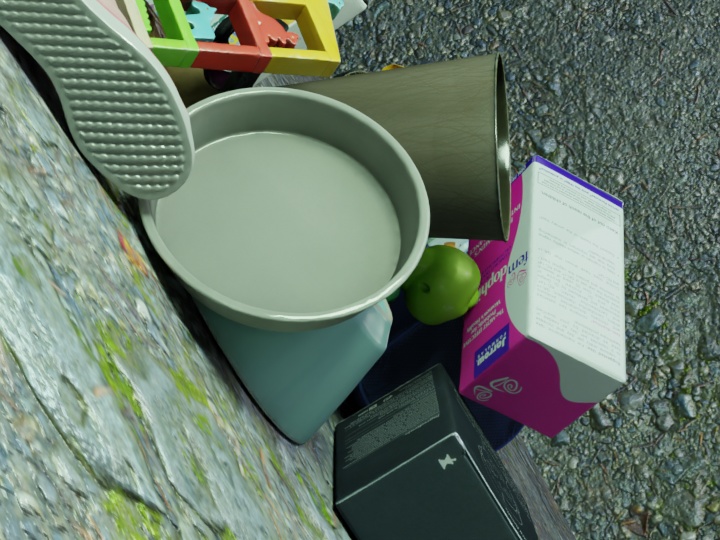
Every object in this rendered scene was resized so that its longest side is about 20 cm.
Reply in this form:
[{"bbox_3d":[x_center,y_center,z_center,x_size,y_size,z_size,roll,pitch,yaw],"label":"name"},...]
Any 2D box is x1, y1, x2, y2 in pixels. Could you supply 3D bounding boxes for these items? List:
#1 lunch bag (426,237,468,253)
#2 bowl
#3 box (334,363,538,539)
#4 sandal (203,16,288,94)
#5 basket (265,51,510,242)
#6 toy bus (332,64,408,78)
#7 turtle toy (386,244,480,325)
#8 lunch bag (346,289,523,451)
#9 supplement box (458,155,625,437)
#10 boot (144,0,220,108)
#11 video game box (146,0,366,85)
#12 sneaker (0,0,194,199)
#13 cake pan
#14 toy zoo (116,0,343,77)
[{"bbox_3d":[0.137,0.047,1.599,0.200,0.075,0.161,49,-14,30],"label":"lunch bag"},{"bbox_3d":[-0.048,0.015,1.245,0.202,0.105,0.201,59,6,-11],"label":"bowl"},{"bbox_3d":[0.061,0.182,1.321,0.149,0.107,0.200,58,5,-10],"label":"box"},{"bbox_3d":[-0.098,-0.169,1.340,0.048,0.076,0.201,33,11,-6],"label":"sandal"},{"bbox_3d":[0.014,-0.091,1.339,0.181,0.198,0.137,-81,165,-57],"label":"basket"},{"bbox_3d":[-0.003,-0.079,1.661,0.193,0.199,0.136,63,-7,-24],"label":"toy bus"},{"bbox_3d":[0.000,0.000,1.412,0.146,0.198,0.102,-77,163,-45],"label":"turtle toy"},{"bbox_3d":[0.045,0.079,1.531,0.132,0.135,0.201,43,-16,55],"label":"lunch bag"},{"bbox_3d":[0.154,0.021,1.427,0.103,0.101,0.201,25,45,-22],"label":"supplement box"},{"bbox_3d":[-0.159,-0.138,1.296,0.175,0.066,0.200,44,10,-21],"label":"boot"},{"bbox_3d":[-0.117,-0.247,1.510,0.183,0.199,0.047,62,10,30],"label":"video game box"},{"bbox_3d":[-0.173,-0.145,1.109,0.201,0.075,0.105,53,12,-18],"label":"sneaker"},{"bbox_3d":[-0.053,-0.039,1.158,0.037,0.199,0.201,106,-37,-52],"label":"cake pan"},{"bbox_3d":[-0.095,-0.201,1.249,0.199,0.020,0.132,0,56,-35],"label":"toy zoo"}]
